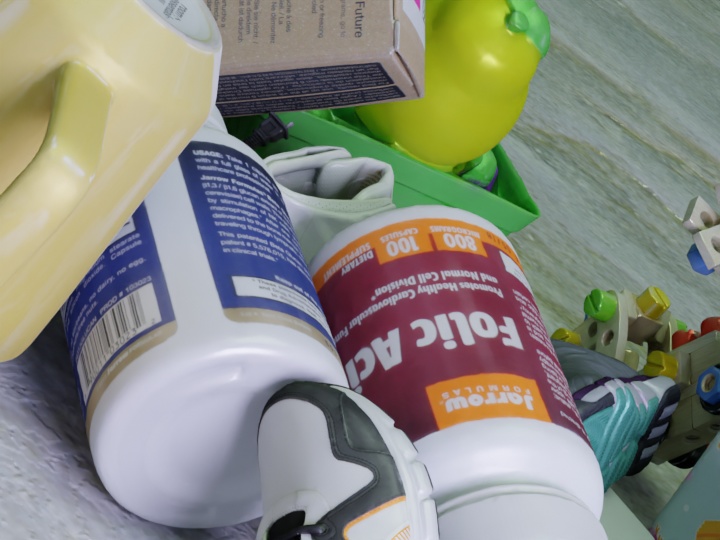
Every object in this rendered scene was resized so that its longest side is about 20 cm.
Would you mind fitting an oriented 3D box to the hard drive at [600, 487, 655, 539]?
[{"bbox_3d":[0.054,0.105,1.032,0.199,0.027,0.132,7,36,-50],"label":"hard drive"}]

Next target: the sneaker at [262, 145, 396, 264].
[{"bbox_3d":[0.000,0.000,1.049,0.199,0.116,0.074,11,30,-50],"label":"sneaker"}]

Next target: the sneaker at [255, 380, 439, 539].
[{"bbox_3d":[-0.013,0.130,0.758,0.080,0.074,0.201,9,55,-35],"label":"sneaker"}]

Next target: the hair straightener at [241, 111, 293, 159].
[{"bbox_3d":[-0.050,-0.041,1.069,0.200,0.077,0.041,33,3,-43],"label":"hair straightener"}]

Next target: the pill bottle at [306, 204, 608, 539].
[{"bbox_3d":[0.041,0.075,0.891,0.114,0.114,0.201,22,33,-31],"label":"pill bottle"}]

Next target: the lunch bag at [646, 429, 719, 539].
[{"bbox_3d":[0.268,0.153,1.052,0.200,0.171,0.122,45,22,30],"label":"lunch bag"}]

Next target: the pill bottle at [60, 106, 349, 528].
[{"bbox_3d":[-0.079,0.006,0.900,0.111,0.111,0.200,20,32,-33],"label":"pill bottle"}]

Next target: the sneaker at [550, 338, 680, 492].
[{"bbox_3d":[0.099,0.074,1.054,0.087,0.075,0.200,28,9,19],"label":"sneaker"}]

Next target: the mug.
[{"bbox_3d":[-0.129,-0.055,0.802,0.149,0.153,0.187,28,26,-54],"label":"mug"}]

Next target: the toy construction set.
[{"bbox_3d":[0.188,0.039,1.176,0.092,0.200,0.132,14,58,-17],"label":"toy construction set"}]

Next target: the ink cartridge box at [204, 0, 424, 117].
[{"bbox_3d":[-0.049,-0.187,1.077,0.075,0.164,0.201,48,41,-68],"label":"ink cartridge box"}]

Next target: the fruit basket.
[{"bbox_3d":[0.022,-0.100,1.173,0.215,0.216,0.156,21,25,-31],"label":"fruit basket"}]
